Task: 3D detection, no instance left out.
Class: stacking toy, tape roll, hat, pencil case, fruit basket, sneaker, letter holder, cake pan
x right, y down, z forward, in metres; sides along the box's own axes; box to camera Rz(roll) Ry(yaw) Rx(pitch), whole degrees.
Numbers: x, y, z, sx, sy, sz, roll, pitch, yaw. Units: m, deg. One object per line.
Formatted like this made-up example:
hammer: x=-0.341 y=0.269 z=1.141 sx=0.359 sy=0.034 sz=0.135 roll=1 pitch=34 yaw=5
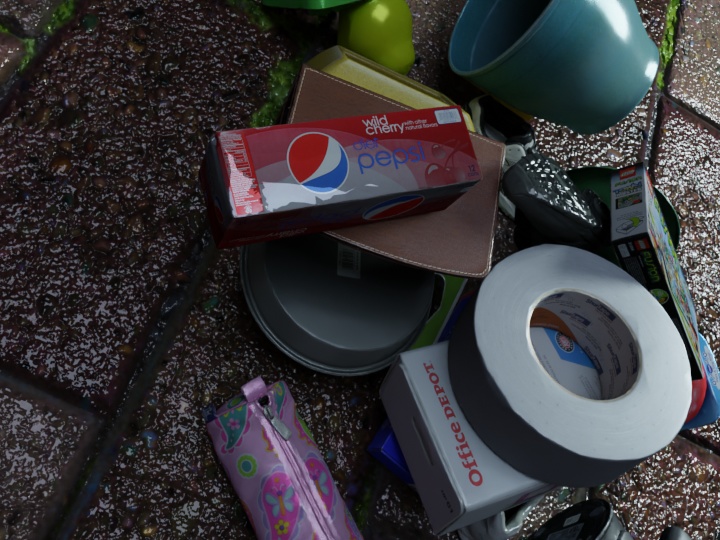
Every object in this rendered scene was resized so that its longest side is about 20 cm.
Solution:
stacking toy: x=0.286 y=0.127 z=0.776 sx=0.197 sy=0.110 sz=0.118 roll=-2 pitch=70 yaw=-26
tape roll: x=0.180 y=0.078 z=0.612 sx=0.197 sy=0.066 sz=0.203 roll=8 pitch=55 yaw=-12
hat: x=0.230 y=0.009 z=0.775 sx=0.166 sy=0.199 sz=0.177 roll=43 pitch=56 yaw=-13
pencil case: x=-0.063 y=0.196 z=0.628 sx=0.087 sy=0.087 sz=0.202 roll=-24 pitch=81 yaw=-28
fruit basket: x=-0.001 y=-0.326 z=0.849 sx=0.213 sy=0.155 sz=0.219 roll=-17 pitch=119 yaw=-33
sneaker: x=0.173 y=0.197 z=0.727 sx=0.070 sy=0.080 sz=0.201 roll=36 pitch=60 yaw=-3
letter holder: x=0.013 y=-0.062 z=0.623 sx=0.197 sy=0.101 sz=0.144 roll=17 pitch=66 yaw=-15
sneaker: x=0.191 y=-0.128 z=0.856 sx=0.199 sy=0.088 sz=0.076 roll=39 pitch=59 yaw=-6
sneaker: x=0.181 y=-0.043 z=0.673 sx=0.199 sy=0.090 sz=0.077 roll=21 pitch=41 yaw=-48
cake pan: x=-0.014 y=-0.004 z=0.667 sx=0.197 sy=0.037 sz=0.204 roll=8 pitch=67 yaw=-19

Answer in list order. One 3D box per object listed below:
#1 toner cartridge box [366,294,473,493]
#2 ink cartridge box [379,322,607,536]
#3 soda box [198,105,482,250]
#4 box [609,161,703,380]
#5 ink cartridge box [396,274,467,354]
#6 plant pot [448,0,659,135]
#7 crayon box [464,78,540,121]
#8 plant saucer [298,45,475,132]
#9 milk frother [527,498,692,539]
toner cartridge box: x=0.100 y=0.131 z=0.730 sx=0.095 sy=0.043 sz=0.201 roll=40 pitch=66 yaw=-8
ink cartridge box: x=0.134 y=0.135 z=0.653 sx=0.197 sy=0.085 sz=0.146 roll=-11 pitch=61 yaw=-23
soda box: x=-0.014 y=-0.070 z=0.521 sx=0.197 sy=0.070 sz=0.064 roll=-11 pitch=79 yaw=-24
box: x=0.297 y=0.005 z=0.707 sx=0.201 sy=0.034 sz=0.111 roll=55 pitch=36 yaw=-31
ink cartridge box: x=0.000 y=0.000 z=0.736 sx=0.199 sy=0.076 sz=0.149 roll=36 pitch=61 yaw=-7
plant pot: x=0.235 y=-0.262 z=0.816 sx=0.186 sy=0.199 sz=0.203 roll=30 pitch=61 yaw=-25
crayon box: x=0.206 y=-0.292 z=0.947 sx=0.125 sy=0.052 sz=0.202 roll=31 pitch=61 yaw=-8
plant saucer: x=0.032 y=-0.184 z=0.753 sx=0.197 sy=0.200 sz=0.049 roll=21 pitch=108 yaw=-13
milk frother: x=0.231 y=0.342 z=0.633 sx=0.199 sy=0.181 sz=0.189 roll=-34 pitch=84 yaw=-32
